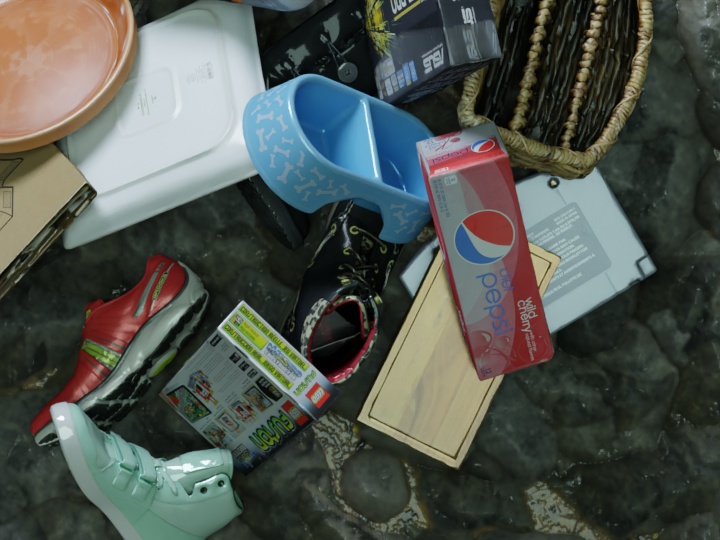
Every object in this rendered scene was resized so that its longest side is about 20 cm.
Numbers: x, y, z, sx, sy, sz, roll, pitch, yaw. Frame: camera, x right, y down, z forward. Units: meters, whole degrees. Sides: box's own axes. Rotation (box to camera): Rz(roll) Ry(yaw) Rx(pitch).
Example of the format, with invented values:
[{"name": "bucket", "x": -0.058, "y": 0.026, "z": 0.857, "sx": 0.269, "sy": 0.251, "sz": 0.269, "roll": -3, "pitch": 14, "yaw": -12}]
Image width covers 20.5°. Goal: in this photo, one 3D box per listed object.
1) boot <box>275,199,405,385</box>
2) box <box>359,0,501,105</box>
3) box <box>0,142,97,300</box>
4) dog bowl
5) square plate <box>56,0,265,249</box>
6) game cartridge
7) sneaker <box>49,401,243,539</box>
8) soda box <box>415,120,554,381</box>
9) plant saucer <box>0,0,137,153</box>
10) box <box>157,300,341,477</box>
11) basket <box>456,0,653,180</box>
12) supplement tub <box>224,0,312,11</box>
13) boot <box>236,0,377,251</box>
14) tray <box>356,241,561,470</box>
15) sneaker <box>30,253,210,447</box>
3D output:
[{"name": "boot", "x": 0.001, "y": 0.001, "z": 1.665, "sx": 0.073, "sy": 0.154, "sz": 0.205, "roll": 29, "pitch": 92, "yaw": -12}, {"name": "box", "x": 0.046, "y": -0.226, "z": 1.584, "sx": 0.049, "sy": 0.200, "sz": 0.163, "roll": -13, "pitch": 90, "yaw": -16}, {"name": "box", "x": -0.316, "y": -0.052, "z": 1.659, "sx": 0.164, "sy": 0.200, "sz": 0.021, "roll": -47, "pitch": 133, "yaw": 0}, {"name": "dog bowl", "x": -0.005, "y": -0.094, "z": 1.613, "sx": 0.049, "sy": 0.199, "sz": 0.112, "roll": -35, "pitch": 51, "yaw": 37}, {"name": "square plate", "x": -0.173, "y": -0.135, "z": 1.652, "sx": 0.197, "sy": 0.028, "sz": 0.201, "roll": -21, "pitch": 55, "yaw": 14}, {"name": "game cartridge", "x": 0.140, "y": -0.006, "z": 1.728, "sx": 0.199, "sy": 0.040, "sz": 0.134, "roll": -30, "pitch": 96, "yaw": 1}, {"name": "sneaker", "x": -0.176, "y": 0.159, "z": 1.685, "sx": 0.118, "sy": 0.074, "sz": 0.201, "roll": -31, "pitch": 129, "yaw": 2}, {"name": "soda box", "x": 0.101, "y": -0.014, "z": 1.602, "sx": 0.069, "sy": 0.064, "sz": 0.201, "roll": -16, "pitch": 121, "yaw": 0}, {"name": "plant saucer", "x": -0.283, "y": -0.180, "z": 1.676, "sx": 0.199, "sy": 0.032, "sz": 0.202, "roll": -7, "pitch": 57, "yaw": 10}, {"name": "box", "x": -0.097, "y": 0.102, "z": 1.654, "sx": 0.110, "sy": 0.200, "sz": 0.035, "roll": 43, "pitch": 63, "yaw": -2}, {"name": "basket", "x": 0.169, "y": -0.184, "z": 1.646, "sx": 0.142, "sy": 0.149, "sz": 0.202, "roll": 15, "pitch": 83, "yaw": 6}, {"name": "supplement tub", "x": -0.126, "y": -0.288, "z": 1.645, "sx": 0.199, "sy": 0.122, "sz": 0.124, "roll": 14, "pitch": 93, "yaw": 29}, {"name": "boot", "x": -0.024, "y": -0.137, "z": 1.710, "sx": 0.200, "sy": 0.066, "sz": 0.165, "roll": -38, "pitch": 117, "yaw": -13}, {"name": "tray", "x": 0.083, "y": 0.057, "z": 1.696, "sx": 0.098, "sy": 0.037, "sz": 0.201, "roll": 26, "pitch": 93, "yaw": -1}, {"name": "sneaker", "x": -0.217, "y": 0.069, "z": 1.723, "sx": 0.200, "sy": 0.077, "sz": 0.085, "roll": -46, "pitch": 72, "yaw": 1}]
